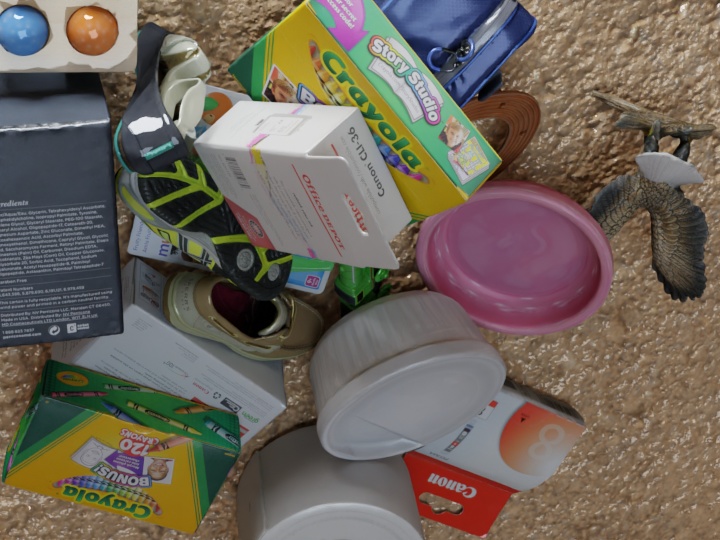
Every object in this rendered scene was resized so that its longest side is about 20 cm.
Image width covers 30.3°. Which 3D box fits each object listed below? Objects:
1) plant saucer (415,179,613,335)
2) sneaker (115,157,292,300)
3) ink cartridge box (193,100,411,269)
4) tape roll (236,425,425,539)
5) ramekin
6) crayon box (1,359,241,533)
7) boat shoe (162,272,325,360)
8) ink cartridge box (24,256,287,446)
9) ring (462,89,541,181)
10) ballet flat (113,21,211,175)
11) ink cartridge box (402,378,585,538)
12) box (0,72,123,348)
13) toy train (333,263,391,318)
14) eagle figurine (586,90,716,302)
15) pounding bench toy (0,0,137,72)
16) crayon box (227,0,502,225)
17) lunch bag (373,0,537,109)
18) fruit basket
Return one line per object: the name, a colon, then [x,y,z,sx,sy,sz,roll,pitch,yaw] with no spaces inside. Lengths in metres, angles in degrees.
plant saucer: [0.157,-0.019,1.345,0.199,0.051,0.201,9,135,10]
sneaker: [-0.138,-0.044,1.199,0.200,0.076,0.076,44,67,-36]
ink cartridge box: [-0.036,-0.073,1.098,0.067,0.199,0.117,-45,124,-26]
tape roll: [-0.032,0.287,1.431,0.201,0.139,0.204,-4,120,-6]
ramekin: [0.039,0.103,1.355,0.201,0.095,0.203,-18,150,-11]
crayon box: [-0.229,0.172,1.280,0.199,0.058,0.119,19,121,-20]
boat shoe: [-0.099,0.046,1.288,0.199,0.066,0.075,14,76,-47]
ink cartridge box: [-0.205,0.114,1.330,0.175,0.084,0.200,-41,120,20]
ring: [0.083,-0.111,1.274,0.200,0.019,0.201,-24,158,-11]
ballet flat: [-0.161,-0.155,1.135,0.073,0.201,0.073,0,131,0]
ink cartridge box: [0.136,0.217,1.505,0.162,0.050,0.201,23,106,-24]
box: [-0.278,-0.070,1.151,0.123,0.200,0.198,-7,119,-13]
toy train: [0.000,0.000,1.302,0.056,0.042,0.200,-44,158,-19]
eagle figurine: [0.291,-0.063,1.357,0.150,0.152,0.201,0,114,-38]
pounding bench toy: [-0.215,-0.243,1.101,0.199,0.156,0.125,-2,118,-14]
crayon box: [-0.001,-0.130,1.106,0.200,0.172,0.058,49,65,-10]
lunch bag: [0.071,-0.215,1.164,0.132,0.200,0.136,40,105,-18]
fruit basket: [-0.105,-0.073,1.260,0.199,0.094,0.186,11,114,-17]
